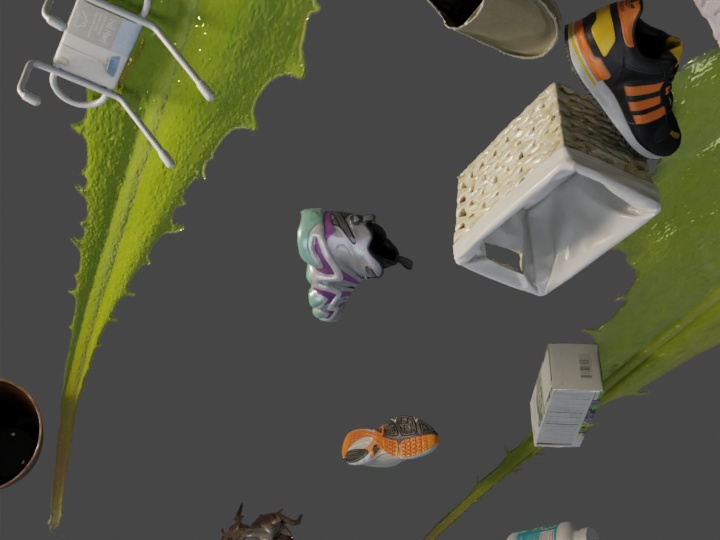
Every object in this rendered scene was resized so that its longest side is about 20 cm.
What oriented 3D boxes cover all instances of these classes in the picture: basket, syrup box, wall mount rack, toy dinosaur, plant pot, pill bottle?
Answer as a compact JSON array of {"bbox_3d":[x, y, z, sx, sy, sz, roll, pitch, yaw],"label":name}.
[{"bbox_3d":[0.204,-0.085,0.961,0.133,0.125,0.200,20,143,-23],"label":"basket"},{"bbox_3d":[0.320,0.199,1.392,0.080,0.080,0.202,1,145,3],"label":"syrup box"},{"bbox_3d":[-0.241,-0.194,0.887,0.171,0.076,0.200,20,142,-23],"label":"wall mount rack"},{"bbox_3d":[-0.213,0.566,1.964,0.133,0.088,0.200,0,163,24],"label":"toy dinosaur"},{"bbox_3d":[-0.636,0.303,1.561,0.183,0.191,0.200,8,160,-6],"label":"plant pot"},{"bbox_3d":[0.423,0.616,1.947,0.198,0.113,0.110,-24,137,33],"label":"pill bottle"}]

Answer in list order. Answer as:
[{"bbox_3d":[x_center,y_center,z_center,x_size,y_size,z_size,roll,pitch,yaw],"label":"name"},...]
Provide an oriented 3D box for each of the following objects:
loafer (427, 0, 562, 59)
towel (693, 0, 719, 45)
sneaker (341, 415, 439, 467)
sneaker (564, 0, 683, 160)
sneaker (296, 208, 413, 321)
[{"bbox_3d":[0.104,-0.242,0.794,0.198,0.069,0.075,26,140,-28],"label":"loafer"},{"bbox_3d":[0.364,-0.270,0.730,0.189,0.033,0.200,-23,123,34],"label":"towel"},{"bbox_3d":[0.066,0.313,1.594,0.197,0.077,0.091,-15,150,36],"label":"sneaker"},{"bbox_3d":[0.281,-0.182,0.862,0.089,0.071,0.199,-23,136,37],"label":"sneaker"},{"bbox_3d":[0.000,0.000,1.139,0.137,0.079,0.201,-1,145,7],"label":"sneaker"}]
